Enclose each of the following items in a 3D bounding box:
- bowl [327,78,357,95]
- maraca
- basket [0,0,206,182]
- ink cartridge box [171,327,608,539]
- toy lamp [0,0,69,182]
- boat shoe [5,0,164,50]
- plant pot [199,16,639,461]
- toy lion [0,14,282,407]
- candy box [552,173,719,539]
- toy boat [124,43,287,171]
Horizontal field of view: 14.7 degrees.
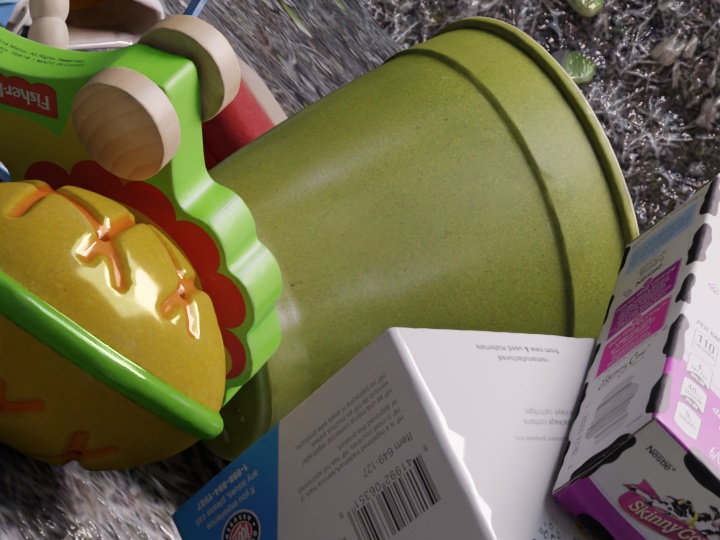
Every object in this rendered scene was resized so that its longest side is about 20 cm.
[{"bbox_3d":[0.029,-0.008,1.644,0.201,0.201,0.090,47,50,-8],"label":"bowl"},{"bbox_3d":[-0.137,0.011,1.132,0.200,0.107,0.137,35,-4,-26],"label":"maraca"},{"bbox_3d":[-0.172,-0.146,1.336,0.199,0.177,0.139,31,-14,-17],"label":"basket"},{"bbox_3d":[0.050,0.146,1.122,0.144,0.147,0.201,5,54,-48],"label":"ink cartridge box"},{"bbox_3d":[-0.158,-0.131,1.420,0.058,0.058,0.201,30,55,-63],"label":"toy lamp"},{"bbox_3d":[-0.185,-0.143,1.475,0.199,0.071,0.070,-2,49,-48],"label":"boat shoe"},{"bbox_3d":[0.000,0.000,1.340,0.200,0.192,0.201,41,-40,45],"label":"plant pot"},{"bbox_3d":[-0.127,-0.027,1.230,0.199,0.193,0.069,17,39,23],"label":"toy lion"},{"bbox_3d":[0.160,0.066,1.148,0.136,0.061,0.200,44,30,-13],"label":"candy box"},{"bbox_3d":[-0.103,-0.033,1.488,0.130,0.131,0.200,-2,45,-40],"label":"toy boat"}]
